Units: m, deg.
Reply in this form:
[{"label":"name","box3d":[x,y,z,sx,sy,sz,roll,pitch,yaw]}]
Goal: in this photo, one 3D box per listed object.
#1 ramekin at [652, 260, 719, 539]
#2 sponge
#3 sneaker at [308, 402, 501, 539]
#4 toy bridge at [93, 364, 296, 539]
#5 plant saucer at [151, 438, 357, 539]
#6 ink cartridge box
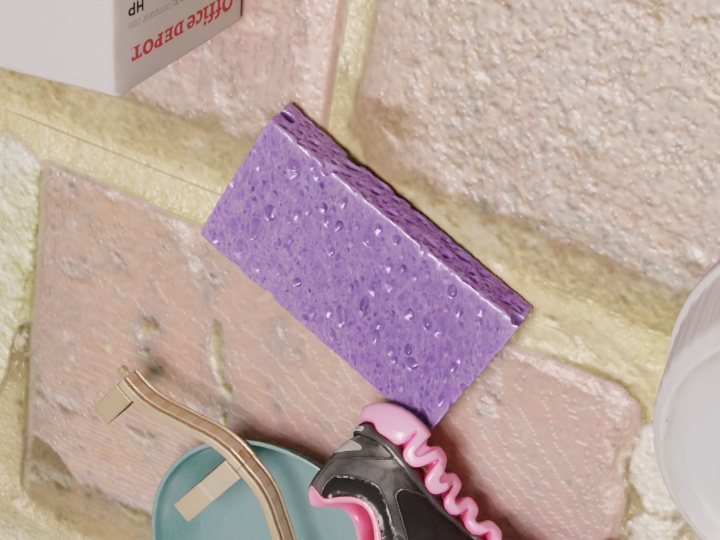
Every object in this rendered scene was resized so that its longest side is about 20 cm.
[{"label":"ramekin","box3d":[0.252,0.085,1.030,0.201,0.094,0.204,13,119,25]},{"label":"sponge","box3d":[0.000,0.000,1.177,0.200,0.030,0.112,40,128,6]},{"label":"sneaker","box3d":[0.043,0.184,1.190,0.200,0.095,0.079,50,155,-1]},{"label":"toy bridge","box3d":[-0.096,0.141,1.261,0.200,0.027,0.067,50,125,0]},{"label":"plant saucer","box3d":[-0.053,0.199,1.303,0.199,0.036,0.201,13,119,25]},{"label":"ink cartridge box","box3d":[-0.160,-0.228,1.083,0.144,0.147,0.201,17,121,22]}]
